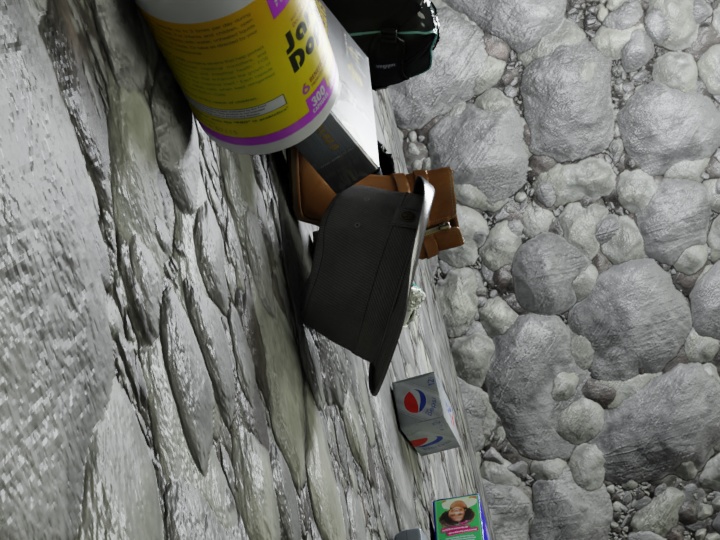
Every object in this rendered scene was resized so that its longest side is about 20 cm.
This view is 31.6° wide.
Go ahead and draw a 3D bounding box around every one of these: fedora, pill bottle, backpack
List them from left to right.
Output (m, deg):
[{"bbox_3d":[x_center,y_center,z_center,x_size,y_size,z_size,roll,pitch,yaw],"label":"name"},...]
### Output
[{"bbox_3d":[-0.083,-0.168,0.788,0.201,0.103,0.105,67,12,-57],"label":"pill bottle"},{"bbox_3d":[0.000,0.000,1.112,0.177,0.089,0.201,108,-1,-55],"label":"fedora"},{"bbox_3d":[0.006,-0.297,1.523,0.200,0.174,0.155,69,13,-74],"label":"backpack"}]

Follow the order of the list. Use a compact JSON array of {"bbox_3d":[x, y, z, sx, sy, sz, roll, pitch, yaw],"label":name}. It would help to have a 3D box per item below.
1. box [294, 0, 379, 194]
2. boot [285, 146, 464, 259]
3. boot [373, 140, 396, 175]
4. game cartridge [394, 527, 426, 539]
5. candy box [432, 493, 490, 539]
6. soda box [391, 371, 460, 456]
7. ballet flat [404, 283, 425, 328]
[{"bbox_3d":[-0.050,-0.185,1.130,0.159,0.048,0.201,48,22,-30],"label":"box"},{"bbox_3d":[0.014,-0.077,1.227,0.201,0.153,0.074,70,10,-48],"label":"boot"},{"bbox_3d":[0.021,-0.114,1.711,0.201,0.076,0.169,-94,169,-58],"label":"boot"},{"bbox_3d":[0.076,0.381,1.392,0.134,0.041,0.201,-102,175,-50],"label":"game cartridge"},{"bbox_3d":[0.154,0.441,1.771,0.200,0.076,0.171,-92,169,-64],"label":"candy box"},{"bbox_3d":[0.093,0.202,1.767,0.200,0.063,0.069,61,16,-69],"label":"soda box"},{"bbox_3d":[0.056,0.049,1.767,0.200,0.071,0.073,36,41,-80],"label":"ballet flat"}]
